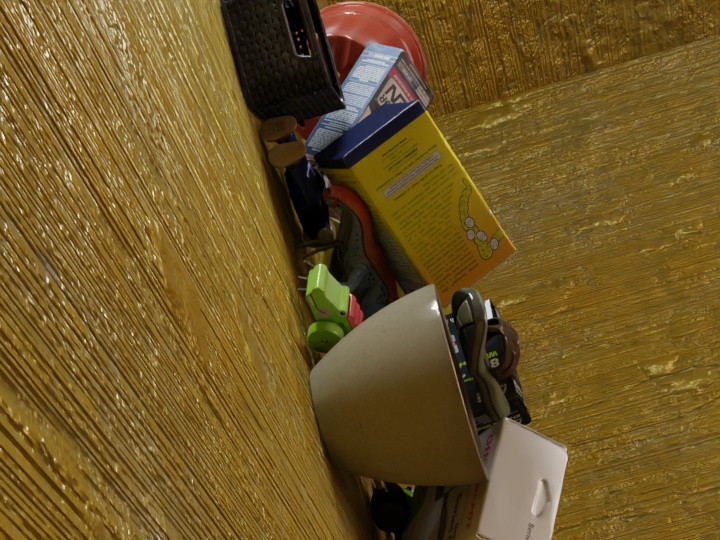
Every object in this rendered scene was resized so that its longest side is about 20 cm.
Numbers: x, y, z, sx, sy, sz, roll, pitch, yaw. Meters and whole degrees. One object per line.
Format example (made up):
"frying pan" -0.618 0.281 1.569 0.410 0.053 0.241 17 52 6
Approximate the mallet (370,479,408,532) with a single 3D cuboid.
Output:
"mallet" 0.005 0.195 1.584 0.066 0.041 0.200 -101 170 -70

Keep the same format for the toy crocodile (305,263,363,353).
"toy crocodile" -0.013 0.074 1.510 0.068 0.062 0.200 -81 158 -48

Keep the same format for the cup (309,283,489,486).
"cup" 0.032 0.129 1.425 0.200 0.143 0.201 -17 90 -86

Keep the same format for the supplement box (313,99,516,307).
"supplement box" 0.059 -0.073 1.575 0.200 0.109 0.109 56 -13 -15

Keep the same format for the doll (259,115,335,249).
"doll" -0.062 -0.092 1.639 0.200 0.048 0.137 68 2 -54

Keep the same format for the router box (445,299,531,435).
"router box" 0.084 0.137 1.690 0.062 0.200 0.150 59 14 -47

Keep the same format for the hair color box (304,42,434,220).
"hair color box" 0.003 -0.168 1.769 0.060 0.200 0.100 19 -19 38

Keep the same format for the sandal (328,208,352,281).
"sandal" -0.001 -0.001 1.677 0.057 0.080 0.201 -96 -171 -74

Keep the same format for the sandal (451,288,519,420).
"sandal" 0.134 0.080 1.470 0.201 0.057 0.080 66 8 -54

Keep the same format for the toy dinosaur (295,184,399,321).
"toy dinosaur" 0.001 -0.011 1.588 0.105 0.200 0.182 57 -41 44

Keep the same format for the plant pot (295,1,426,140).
"plant pot" -0.020 -0.251 1.936 0.195 0.200 0.201 -61 136 -73

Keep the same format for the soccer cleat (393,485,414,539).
"soccer cleat" 0.073 0.331 1.739 0.200 0.081 0.067 52 -21 -27

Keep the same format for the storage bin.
"storage bin" -0.085 -0.245 1.625 0.200 0.094 0.136 30 44 -85

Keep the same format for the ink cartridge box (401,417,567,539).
"ink cartridge box" 0.122 0.264 1.527 0.200 0.084 0.146 -47 -160 51

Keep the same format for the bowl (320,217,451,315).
"bowl" 0.025 0.025 1.809 0.108 0.200 0.200 -63 175 1
